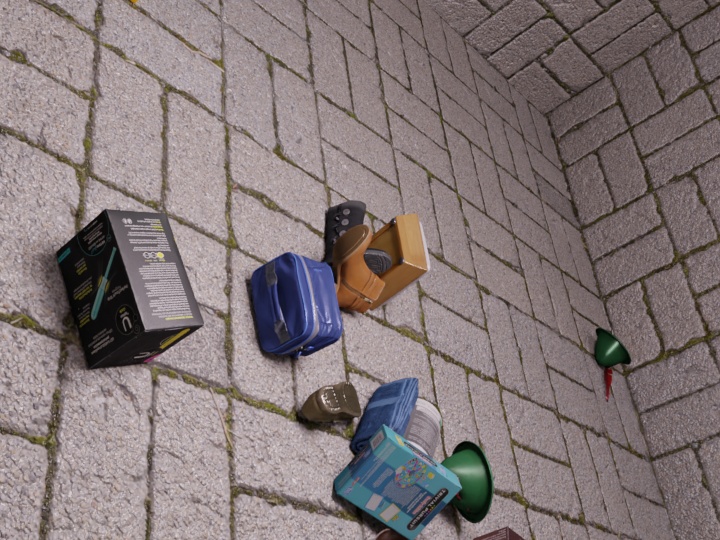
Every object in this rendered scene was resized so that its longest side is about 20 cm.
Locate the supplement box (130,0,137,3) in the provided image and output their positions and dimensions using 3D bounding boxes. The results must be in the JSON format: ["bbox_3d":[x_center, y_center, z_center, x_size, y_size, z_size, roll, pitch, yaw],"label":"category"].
[{"bbox_3d":[-0.481,-0.692,1.793,0.108,0.109,0.202,34,39,-36],"label":"supplement box"}]

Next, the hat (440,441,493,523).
[{"bbox_3d":[0.171,0.452,1.793,0.174,0.203,0.166,-1,24,-28],"label":"hat"}]

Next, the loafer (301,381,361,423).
[{"bbox_3d":[-0.057,0.262,1.661,0.200,0.067,0.077,30,42,-64],"label":"loafer"}]

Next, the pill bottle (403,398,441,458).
[{"bbox_3d":[0.100,0.371,1.750,0.113,0.112,0.201,50,31,-16],"label":"pill bottle"}]

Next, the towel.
[{"bbox_3d":[0.052,0.297,1.743,0.049,0.110,0.201,62,28,-20],"label":"towel"}]

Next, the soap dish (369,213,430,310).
[{"bbox_3d":[0.066,-0.023,1.956,0.080,0.199,0.159,18,49,-36],"label":"soap dish"}]

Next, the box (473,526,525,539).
[{"bbox_3d":[0.348,0.662,1.888,0.200,0.099,0.076,41,35,-30],"label":"box"}]

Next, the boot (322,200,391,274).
[{"bbox_3d":[-0.004,-0.080,1.944,0.202,0.162,0.066,-83,166,-46],"label":"boot"}]

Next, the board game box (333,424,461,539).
[{"bbox_3d":[0.071,0.410,1.612,0.199,0.151,0.047,37,11,-21],"label":"board game box"}]

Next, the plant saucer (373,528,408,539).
[{"bbox_3d":[0.069,0.596,1.592,0.199,0.034,0.202,35,39,-34],"label":"plant saucer"}]

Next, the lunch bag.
[{"bbox_3d":[-0.131,0.074,1.636,0.131,0.135,0.203,16,53,-49],"label":"lunch bag"}]

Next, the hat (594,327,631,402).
[{"bbox_3d":[0.850,0.326,2.999,0.166,0.175,0.200,52,-8,-14],"label":"hat"}]

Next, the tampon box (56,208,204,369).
[{"bbox_3d":[-0.362,0.029,1.316,0.126,0.149,0.202,-1,65,-55],"label":"tampon box"}]

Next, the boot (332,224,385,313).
[{"bbox_3d":[0.000,0.000,1.839,0.154,0.200,0.074,26,28,-32],"label":"boot"}]
